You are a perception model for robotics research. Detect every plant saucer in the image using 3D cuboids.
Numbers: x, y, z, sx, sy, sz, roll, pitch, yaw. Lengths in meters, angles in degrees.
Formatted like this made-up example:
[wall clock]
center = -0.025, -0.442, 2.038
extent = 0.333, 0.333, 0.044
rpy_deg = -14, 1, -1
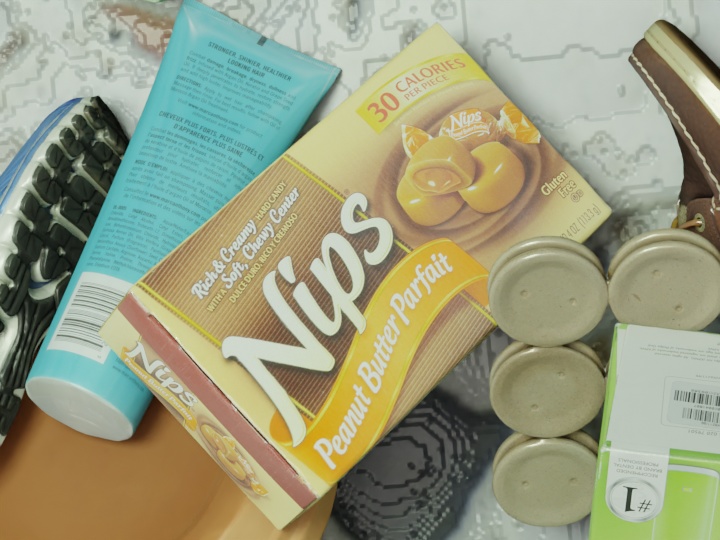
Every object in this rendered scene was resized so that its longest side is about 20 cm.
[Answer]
[plant saucer]
center = -0.108, 0.087, 1.277
extent = 0.199, 0.038, 0.201
rpy_deg = -11, 56, 16

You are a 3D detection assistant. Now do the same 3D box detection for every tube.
[tube]
center = -0.082, -0.024, 1.284
extent = 0.077, 0.050, 0.201
rpy_deg = 26, 67, -3

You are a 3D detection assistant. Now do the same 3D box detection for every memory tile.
[memory tile]
center = 0.152, 0.043, 1.240
extent = 0.198, 0.017, 0.154
rpy_deg = -3, 127, 3

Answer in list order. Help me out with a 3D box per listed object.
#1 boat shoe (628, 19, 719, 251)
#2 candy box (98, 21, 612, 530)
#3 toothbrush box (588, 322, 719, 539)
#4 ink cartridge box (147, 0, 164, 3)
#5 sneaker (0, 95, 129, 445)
[boat shoe]
center = 0.164, -0.012, 1.276
extent = 0.072, 0.072, 0.201
rpy_deg = -32, 97, 10
[candy box]
center = 0.000, 0.000, 1.251
extent = 0.115, 0.055, 0.200
rpy_deg = 46, 62, 2
[toothbrush box]
center = 0.165, 0.131, 1.233
extent = 0.145, 0.086, 0.201
rpy_deg = 7, 129, 5
[ink cartridge box]
center = -0.125, -0.234, 1.305
extent = 0.145, 0.048, 0.201
rpy_deg = 17, 99, 6
[sneaker]
center = -0.170, 0.000, 1.290
extent = 0.089, 0.079, 0.200
rpy_deg = 11, 56, 38
